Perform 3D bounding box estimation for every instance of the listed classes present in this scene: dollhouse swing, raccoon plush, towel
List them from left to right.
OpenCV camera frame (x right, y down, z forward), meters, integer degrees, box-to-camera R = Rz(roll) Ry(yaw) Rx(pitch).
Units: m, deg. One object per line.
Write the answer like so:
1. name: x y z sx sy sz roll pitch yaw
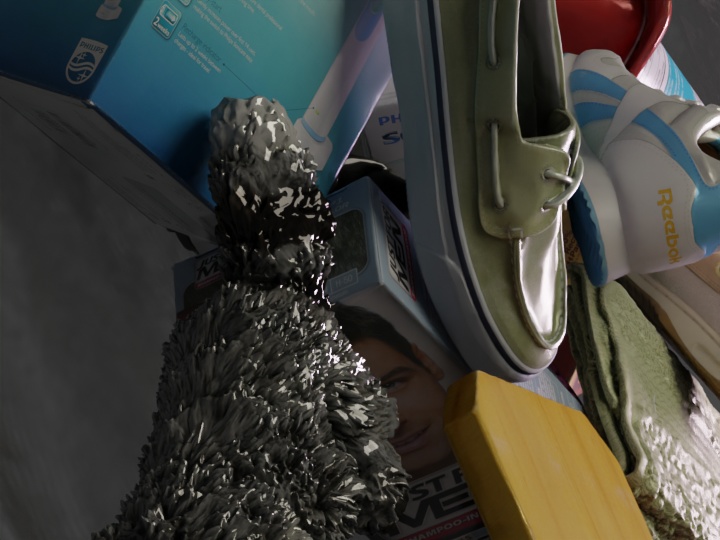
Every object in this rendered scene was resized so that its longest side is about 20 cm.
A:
1. raccoon plush: -0.060 0.043 0.946 0.134 0.096 0.201 -16 87 -68
2. dollhouse swing: 0.055 0.171 1.054 0.176 0.182 0.200 51 12 24
3. towel: 0.154 0.098 1.268 0.200 0.036 0.149 50 24 -47

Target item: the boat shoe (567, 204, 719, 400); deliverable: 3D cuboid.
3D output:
1. boat shoe: 0.168 -0.002 1.318 0.200 0.069 0.074 53 3 38

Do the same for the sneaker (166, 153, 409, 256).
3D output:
1. sneaker: 0.000 0.000 1.175 0.200 0.090 0.067 44 29 -47

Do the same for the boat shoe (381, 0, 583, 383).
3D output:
1. boat shoe: 0.056 -0.047 1.053 0.072 0.062 0.201 -40 122 -52

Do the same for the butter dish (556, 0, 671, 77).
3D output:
1. butter dish: 0.064 -0.143 1.448 0.147 0.200 0.200 17 38 -22

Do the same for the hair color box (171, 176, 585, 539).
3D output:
1. hair color box: 0.014 0.052 1.134 0.200 0.099 0.061 46 28 -44

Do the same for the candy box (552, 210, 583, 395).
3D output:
1. candy box: 0.138 0.002 1.494 0.056 0.117 0.200 28 14 12

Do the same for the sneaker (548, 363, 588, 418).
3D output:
1. sneaker: 0.081 0.127 1.223 0.201 0.088 0.081 -97 160 -44

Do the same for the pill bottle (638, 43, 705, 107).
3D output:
1. pill bottle: 0.146 -0.116 1.682 0.200 0.110 0.111 48 25 -39

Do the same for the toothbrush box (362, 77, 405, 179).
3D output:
1. toothbrush box: 0.041 -0.076 1.267 0.200 0.085 0.147 76 3 -51

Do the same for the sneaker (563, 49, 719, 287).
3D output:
1. sneaker: 0.137 -0.053 1.262 0.200 0.080 0.077 -96 174 -64

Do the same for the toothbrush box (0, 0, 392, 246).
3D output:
1. toothbrush box: -0.047 -0.126 1.047 0.146 0.085 0.201 40 75 -49
